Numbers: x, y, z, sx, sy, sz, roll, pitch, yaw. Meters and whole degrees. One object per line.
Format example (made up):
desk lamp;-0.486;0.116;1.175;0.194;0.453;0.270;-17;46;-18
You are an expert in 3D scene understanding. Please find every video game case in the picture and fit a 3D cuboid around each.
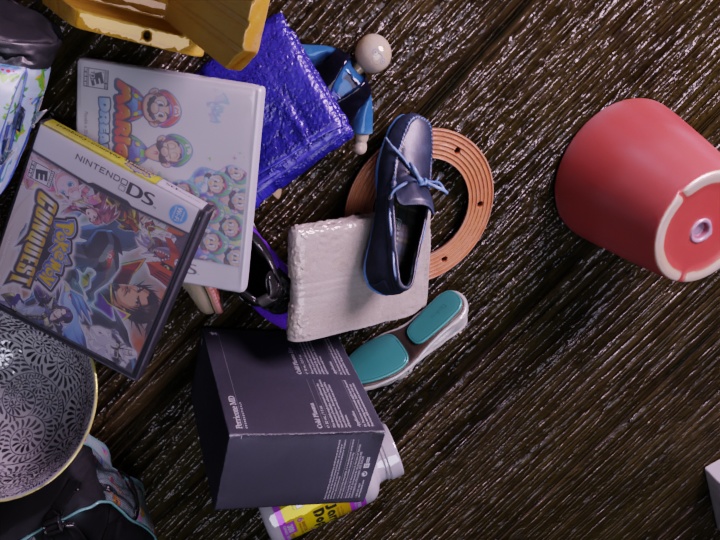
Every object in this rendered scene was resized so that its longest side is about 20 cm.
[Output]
video game case;-0.189;-0.090;0.761;0.178;0.024;0.205;9;108;4
video game case;-0.261;-0.016;0.768;0.178;0.026;0.203;27;108;-3

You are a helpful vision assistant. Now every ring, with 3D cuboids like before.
ring;0.072;-0.077;0.955;0.196;0.019;0.204;-9;120;-16

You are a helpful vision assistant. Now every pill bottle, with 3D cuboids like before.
pill bottle;-0.043;0.281;1.059;0.196;0.105;0.106;-22;124;-8

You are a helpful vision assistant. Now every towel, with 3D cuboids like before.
towel;-0.121;-0.142;0.788;0.198;0.050;0.149;-34;100;4
towel;0.000;0.000;0.906;0.197;0.034;0.136;-10;111;-34

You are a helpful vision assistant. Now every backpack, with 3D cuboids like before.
backpack;-0.339;0.293;0.912;0.174;0.154;0.201;-32;138;-5
backpack;-0.368;-0.135;0.686;0.160;0.155;0.202;18;124;-25

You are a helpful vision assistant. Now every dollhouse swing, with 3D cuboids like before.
dollhouse swing;-0.172;-0.285;0.648;0.178;0.176;0.204;7;116;-25

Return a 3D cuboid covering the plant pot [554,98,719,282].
plant pot;0.370;-0.090;0.970;0.196;0.178;0.204;-10;122;-16

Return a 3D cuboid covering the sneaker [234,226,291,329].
sneaker;-0.109;0.018;0.886;0.069;0.100;0.201;-36;124;4

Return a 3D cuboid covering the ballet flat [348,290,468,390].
ballet flat;0.064;0.104;1.033;0.198;0.070;0.070;-36;125;-1

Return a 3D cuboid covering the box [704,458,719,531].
box;0.743;0.422;1.447;0.150;0.107;0.202;-29;124;-4

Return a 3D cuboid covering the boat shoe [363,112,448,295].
boat shoe;0.059;-0.072;0.864;0.083;0.068;0.205;5;90;-33

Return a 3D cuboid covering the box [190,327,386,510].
box;-0.093;0.166;0.917;0.178;0.201;0.106;5;117;-23

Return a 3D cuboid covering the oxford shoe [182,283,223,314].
oxford shoe;-0.214;-0.029;0.844;0.073;0.071;0.202;-27;113;1

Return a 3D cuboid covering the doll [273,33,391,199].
doll;-0.042;-0.171;0.838;0.200;0.049;0.136;-45;112;7

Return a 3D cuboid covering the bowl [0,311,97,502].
bowl;-0.368;0.141;0.838;0.197;0.204;0.094;-21;168;-8
